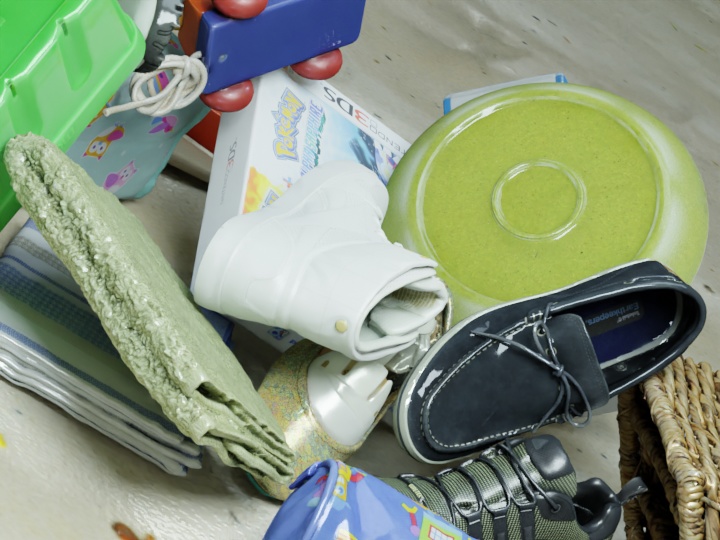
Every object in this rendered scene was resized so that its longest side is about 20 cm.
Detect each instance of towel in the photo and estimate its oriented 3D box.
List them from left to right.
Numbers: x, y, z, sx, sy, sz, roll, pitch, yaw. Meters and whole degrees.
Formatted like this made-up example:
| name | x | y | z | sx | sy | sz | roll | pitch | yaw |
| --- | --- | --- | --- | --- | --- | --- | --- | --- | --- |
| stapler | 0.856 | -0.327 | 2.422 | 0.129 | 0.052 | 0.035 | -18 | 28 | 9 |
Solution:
| name | x | y | z | sx | sy | sz | roll | pitch | yaw |
| --- | --- | --- | --- | --- | --- | --- | --- | --- | --- |
| towel | -0.140 | 0.037 | 1.483 | 0.147 | 0.024 | 0.200 | 32 | 18 | -7 |
| towel | -0.110 | 0.023 | 1.395 | 0.200 | 0.036 | 0.148 | 54 | 3 | 25 |

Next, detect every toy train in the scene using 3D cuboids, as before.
| name | x | y | z | sx | sy | sz | roll | pitch | yaw |
| --- | --- | --- | --- | --- | --- | --- | --- | --- | --- |
| toy train | -0.104 | -0.155 | 1.614 | 0.200 | 0.085 | 0.116 | -22 | 49 | -35 |

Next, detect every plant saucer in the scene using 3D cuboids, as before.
| name | x | y | z | sx | sy | sz | roll | pitch | yaw |
| --- | --- | --- | --- | --- | --- | --- | --- | --- | --- |
| plant saucer | 0.107 | -0.036 | 1.614 | 0.200 | 0.200 | 0.031 | 43 | -16 | 27 |

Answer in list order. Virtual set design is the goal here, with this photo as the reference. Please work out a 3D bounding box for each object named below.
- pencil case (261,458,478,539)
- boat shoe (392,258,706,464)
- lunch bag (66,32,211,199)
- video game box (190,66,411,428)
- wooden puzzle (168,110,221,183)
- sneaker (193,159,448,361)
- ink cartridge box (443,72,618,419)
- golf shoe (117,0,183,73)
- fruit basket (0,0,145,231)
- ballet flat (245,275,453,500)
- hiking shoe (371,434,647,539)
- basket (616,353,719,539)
| name | x | y | z | sx | sy | sz | roll | pitch | yaw |
| --- | --- | --- | --- | --- | --- | --- | --- | --- | --- |
| pencil case | 0.043 | 0.165 | 1.373 | 0.200 | 0.078 | 0.087 | 27 | 48 | -18 |
| boat shoe | 0.108 | 0.050 | 1.513 | 0.200 | 0.075 | 0.062 | -24 | 17 | -21 |
| lunch bag | -0.213 | -0.139 | 1.653 | 0.200 | 0.122 | 0.170 | 46 | 22 | 17 |
| video game box | -0.012 | -0.020 | 1.653 | 0.182 | 0.047 | 0.200 | 33 | 40 | -25 |
| wooden puzzle | -0.146 | -0.129 | 1.855 | 0.200 | 0.046 | 0.185 | 21 | 22 | -33 |
| sneaker | 0.000 | 0.000 | 1.497 | 0.116 | 0.074 | 0.200 | 22 | 24 | 16 |
| ink cartridge box | 0.124 | -0.011 | 1.737 | 0.200 | 0.084 | 0.145 | 54 | 29 | -55 |
| golf shoe | -0.174 | -0.175 | 1.541 | 0.094 | 0.078 | 0.200 | 8 | 24 | -39 |
| fruit basket | -0.231 | -0.091 | 1.463 | 0.156 | 0.216 | 0.216 | 35 | 18 | 5 |
| ballet flat | -0.002 | 0.056 | 1.508 | 0.071 | 0.071 | 0.200 | 35 | 36 | 5 |
| hiking shoe | 0.065 | 0.124 | 1.480 | 0.200 | 0.101 | 0.076 | 16 | 25 | -42 |
| basket | 0.195 | 0.153 | 1.561 | 0.149 | 0.143 | 0.200 | 24 | 21 | -17 |
